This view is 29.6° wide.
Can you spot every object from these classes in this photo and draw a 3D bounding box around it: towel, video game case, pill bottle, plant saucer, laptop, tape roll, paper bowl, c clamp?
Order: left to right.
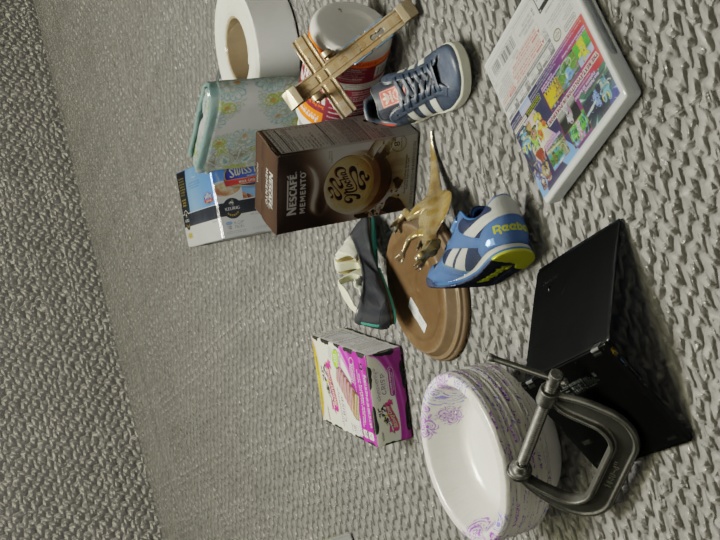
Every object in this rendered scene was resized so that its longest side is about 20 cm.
[{"bbox_3d":[-0.166,-0.223,2.059,0.201,0.169,0.049,116,139,-56],"label":"towel"},{"bbox_3d":[-0.161,-0.345,2.118,0.202,0.070,0.205,-140,44,-55],"label":"tape roll"},{"bbox_3d":[-0.028,-0.245,1.805,0.201,0.108,0.110,106,145,-46],"label":"pill bottle"},{"bbox_3d":[0.083,0.022,1.776,0.200,0.029,0.202,42,138,54],"label":"plant saucer"},{"bbox_3d":[0.159,0.207,1.586,0.200,0.103,0.203,169,90,-67],"label":"paper bowl"},{"bbox_3d":[0.203,0.176,1.419,0.027,0.169,0.202,-61,-18,-45],"label":"c clamp"},{"bbox_3d":[0.202,-0.198,1.403,0.184,0.023,0.200,69,154,22],"label":"video game case"},{"bbox_3d":[0.258,0.083,1.420,0.200,0.116,0.187,48,155,-1],"label":"laptop"}]

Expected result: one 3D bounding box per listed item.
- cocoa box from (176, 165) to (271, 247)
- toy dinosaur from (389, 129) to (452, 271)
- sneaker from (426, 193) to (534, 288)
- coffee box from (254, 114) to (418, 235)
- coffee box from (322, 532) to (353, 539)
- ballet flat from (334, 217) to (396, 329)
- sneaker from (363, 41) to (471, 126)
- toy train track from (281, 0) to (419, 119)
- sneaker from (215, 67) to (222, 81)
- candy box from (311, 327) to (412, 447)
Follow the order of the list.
[{"bbox_3d":[-0.210,-0.119,2.255,0.200,0.132,0.133,173,87,-67],"label":"cocoa box"},{"bbox_3d":[0.084,-0.068,1.671,0.101,0.058,0.202,-49,26,43],"label":"toy dinosaur"},{"bbox_3d":[0.136,-0.027,1.580,0.200,0.073,0.083,-32,66,61],"label":"sneaker"},{"bbox_3d":[-0.032,-0.127,1.753,0.080,0.198,0.114,-132,37,-50],"label":"coffee box"},{"bbox_3d":[-0.093,0.576,2.221,0.201,0.197,0.199,112,140,-53],"label":"coffee box"},{"bbox_3d":[0.000,0.000,1.845,0.074,0.072,0.201,103,162,-44],"label":"ballet flat"},{"bbox_3d":[0.063,-0.215,1.638,0.200,0.084,0.076,148,109,-65],"label":"sneaker"},{"bbox_3d":[-0.014,-0.266,1.680,0.115,0.199,0.033,54,-169,2],"label":"toy train track"},{"bbox_3d":[-0.196,-0.278,2.233,0.075,0.086,0.202,127,146,-63],"label":"sneaker"},{"bbox_3d":[-0.001,0.168,1.996,0.200,0.060,0.138,-167,67,-66],"label":"candy box"}]
